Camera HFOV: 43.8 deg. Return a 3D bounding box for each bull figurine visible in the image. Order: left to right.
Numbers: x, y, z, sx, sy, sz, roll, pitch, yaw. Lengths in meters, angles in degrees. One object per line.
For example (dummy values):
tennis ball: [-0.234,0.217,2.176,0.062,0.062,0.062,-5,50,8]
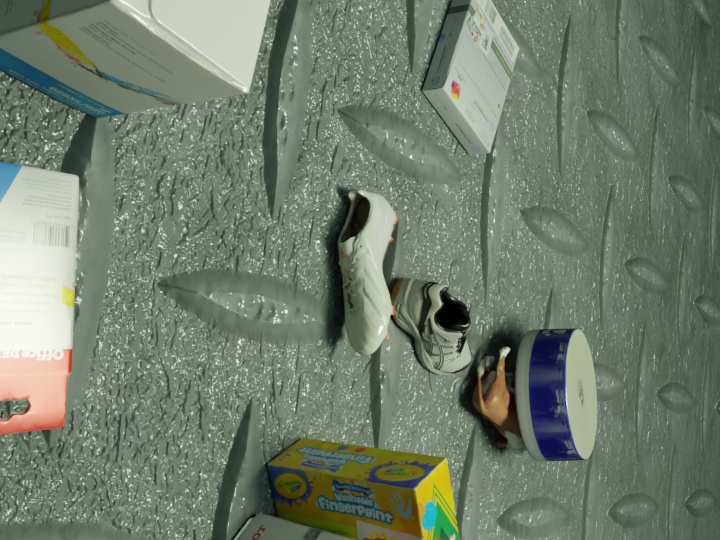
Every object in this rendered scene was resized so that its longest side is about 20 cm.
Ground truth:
bull figurine: [0.229,0.207,1.391,0.200,0.064,0.123,47,47,-49]

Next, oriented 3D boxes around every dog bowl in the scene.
dog bowl: [0.306,0.191,1.387,0.199,0.078,0.204,19,68,-60]

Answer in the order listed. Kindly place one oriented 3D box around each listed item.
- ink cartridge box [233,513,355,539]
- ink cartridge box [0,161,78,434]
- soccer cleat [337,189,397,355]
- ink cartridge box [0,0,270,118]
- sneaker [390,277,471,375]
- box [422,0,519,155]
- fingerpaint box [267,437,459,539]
ink cartridge box: [-0.057,0.340,0.892,0.147,0.198,0.084,-49,130,-41]
ink cartridge box: [-0.286,0.021,0.690,0.115,0.067,0.204,6,85,-52]
soccer cleat: [0.000,0.000,1.085,0.077,0.069,0.203,25,63,-45]
ink cartridge box: [-0.188,-0.225,0.714,0.144,0.198,0.150,26,70,-50]
sneaker: [0.117,0.085,1.220,0.200,0.087,0.076,48,52,-44]
box: [0.168,-0.299,1.329,0.156,0.041,0.202,43,56,-44]
fingerpaint box: [0.008,0.282,0.977,0.073,0.198,0.170,-27,110,-51]
